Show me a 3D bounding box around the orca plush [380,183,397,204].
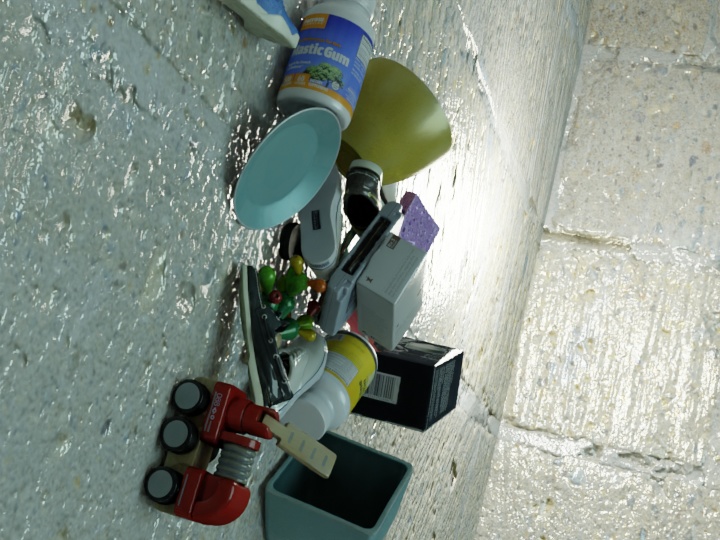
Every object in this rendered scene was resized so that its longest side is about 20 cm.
[{"bbox_3d":[0.044,-0.182,1.922,0.071,0.104,0.203,-19,-94,66],"label":"orca plush"}]

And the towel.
[{"bbox_3d":[-0.026,-0.016,1.843,0.201,0.021,0.148,-59,168,-50],"label":"towel"}]

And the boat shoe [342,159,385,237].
[{"bbox_3d":[0.004,-0.094,1.713,0.202,0.071,0.061,81,23,-60],"label":"boat shoe"}]

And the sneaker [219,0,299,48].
[{"bbox_3d":[-0.117,-0.364,1.370,0.200,0.076,0.112,28,82,-63],"label":"sneaker"}]

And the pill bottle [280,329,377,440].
[{"bbox_3d":[-0.054,0.190,1.772,0.200,0.111,0.113,-50,145,-54],"label":"pill bottle"}]

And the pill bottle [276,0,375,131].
[{"bbox_3d":[-0.043,-0.310,1.557,0.112,0.111,0.202,54,49,-64],"label":"pill bottle"}]

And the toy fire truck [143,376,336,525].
[{"bbox_3d":[-0.149,0.248,1.401,0.129,0.198,0.178,52,51,-64],"label":"toy fire truck"}]

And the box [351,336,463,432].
[{"bbox_3d":[0.064,0.196,1.979,0.196,0.198,0.126,-9,109,-70],"label":"box"}]

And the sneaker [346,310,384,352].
[{"bbox_3d":[-0.006,0.053,1.858,0.074,0.086,0.202,-44,135,-37],"label":"sneaker"}]

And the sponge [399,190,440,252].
[{"bbox_3d":[0.064,-0.022,1.828,0.201,0.030,0.112,-61,143,-19],"label":"sponge"}]

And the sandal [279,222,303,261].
[{"bbox_3d":[-0.069,-0.045,1.710,0.200,0.047,0.076,-25,123,-68],"label":"sandal"}]

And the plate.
[{"bbox_3d":[-0.106,-0.144,1.503,0.199,0.026,0.201,-37,152,-23],"label":"plate"}]

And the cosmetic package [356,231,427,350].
[{"bbox_3d":[0.048,0.036,1.676,0.102,0.074,0.200,-56,167,-19],"label":"cosmetic package"}]

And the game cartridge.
[{"bbox_3d":[0.000,0.000,1.661,0.201,0.041,0.134,-54,171,-35],"label":"game cartridge"}]

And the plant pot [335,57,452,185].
[{"bbox_3d":[0.026,-0.216,1.733,0.142,0.199,0.201,-41,145,-22],"label":"plant pot"}]

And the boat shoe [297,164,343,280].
[{"bbox_3d":[-0.057,-0.076,1.644,0.070,0.070,0.202,74,10,-56],"label":"boat shoe"}]

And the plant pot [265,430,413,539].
[{"bbox_3d":[-0.047,0.420,1.815,0.196,0.194,0.202,-47,153,-57],"label":"plant pot"}]

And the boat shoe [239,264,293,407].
[{"bbox_3d":[-0.128,0.088,1.492,0.075,0.065,0.202,114,-32,-70],"label":"boat shoe"}]

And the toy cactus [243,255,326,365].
[{"bbox_3d":[-0.114,0.072,1.600,0.166,0.101,0.200,-64,165,-15],"label":"toy cactus"}]

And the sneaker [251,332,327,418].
[{"bbox_3d":[-0.105,0.149,1.667,0.201,0.072,0.071,-56,153,-48],"label":"sneaker"}]
